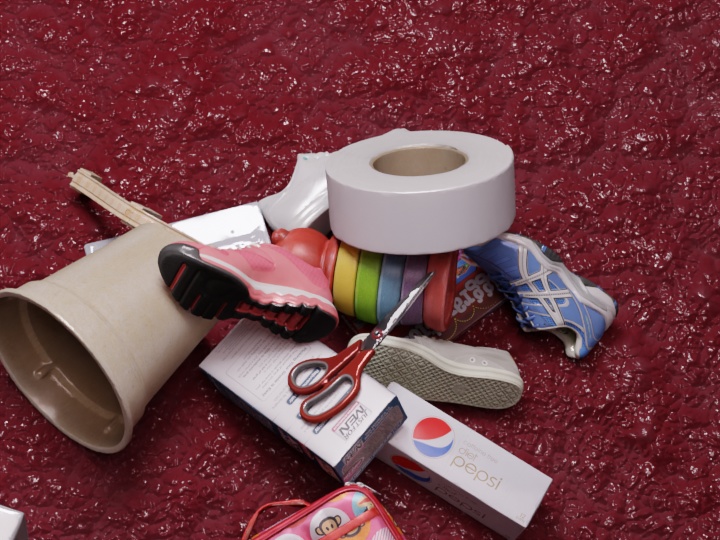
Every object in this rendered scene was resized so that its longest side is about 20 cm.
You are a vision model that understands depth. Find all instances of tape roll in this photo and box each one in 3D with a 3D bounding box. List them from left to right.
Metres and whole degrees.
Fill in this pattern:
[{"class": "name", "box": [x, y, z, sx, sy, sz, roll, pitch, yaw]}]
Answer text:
[{"class": "tape roll", "box": [0.065, -0.085, 1.568, 0.202, 0.071, 0.202, -4, 22, 2]}]

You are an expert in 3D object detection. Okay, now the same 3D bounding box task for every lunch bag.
[{"class": "lunch bag", "box": [-0.046, 0.306, 1.469, 0.200, 0.082, 0.176, -31, 77, -5]}]

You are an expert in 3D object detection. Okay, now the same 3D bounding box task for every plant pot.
[{"class": "plant pot", "box": [-0.248, 0.054, 1.523, 0.200, 0.201, 0.183, 41, 55, 10]}]

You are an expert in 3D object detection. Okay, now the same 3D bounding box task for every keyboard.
[{"class": "keyboard", "box": [-0.203, -0.028, 1.642, 0.200, 0.011, 0.056, -14, 63, -9]}]

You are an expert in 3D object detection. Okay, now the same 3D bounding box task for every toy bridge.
[{"class": "toy bridge", "box": [-0.239, -0.058, 1.611, 0.200, 0.067, 0.027, 30, 92, 14]}]

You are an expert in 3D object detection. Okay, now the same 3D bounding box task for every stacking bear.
[{"class": "stacking bear", "box": [0.000, 0.000, 1.597, 0.200, 0.122, 0.114, 8, 29, 9]}]

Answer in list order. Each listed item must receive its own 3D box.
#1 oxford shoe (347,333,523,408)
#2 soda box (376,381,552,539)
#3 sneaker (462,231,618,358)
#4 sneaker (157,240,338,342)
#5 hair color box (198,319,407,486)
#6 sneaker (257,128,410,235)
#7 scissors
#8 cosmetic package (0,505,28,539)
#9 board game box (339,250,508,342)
[{"class": "oxford shoe", "box": [0.080, 0.101, 1.599, 0.200, 0.075, 0.058, 12, 44, -12]}, {"class": "soda box", "box": [0.097, 0.201, 1.562, 0.200, 0.068, 0.064, 31, 67, 6]}, {"class": "sneaker", "box": [0.194, 0.023, 1.638, 0.200, 0.076, 0.077, 32, 72, -11]}, {"class": "sneaker", "box": [-0.116, 0.006, 1.504, 0.200, 0.074, 0.087, 22, 43, -26]}, {"class": "hair color box", "box": [-0.060, 0.126, 1.534, 0.200, 0.061, 0.100, 33, 73, 30]}, {"class": "sneaker", "box": [-0.029, -0.113, 1.687, 0.200, 0.075, 0.088, -39, 65, -21]}, {"class": "scissors", "box": [0.013, 0.079, 1.500, 0.200, 0.014, 0.073, -35, 54, -8]}, {"class": "cosmetic package", "box": [-0.425, 0.309, 1.378, 0.167, 0.166, 0.200, 20, 64, 1]}, {"class": "board game box", "box": [0.085, 0.031, 1.665, 0.200, 0.019, 0.103, -36, 77, -21]}]
